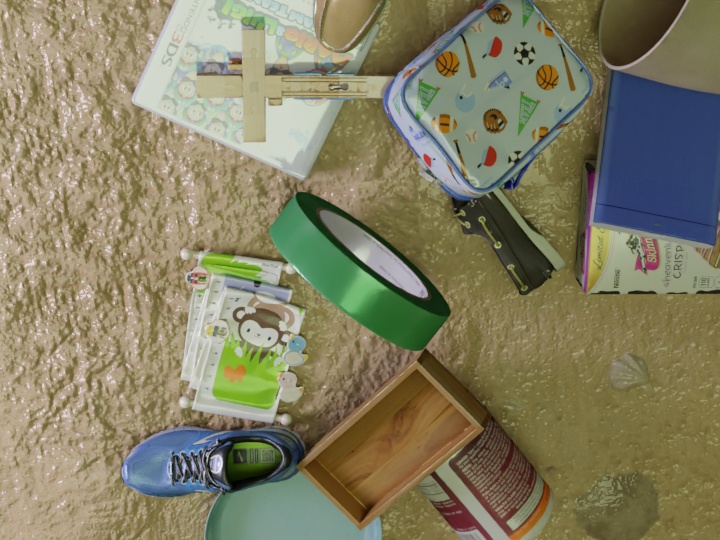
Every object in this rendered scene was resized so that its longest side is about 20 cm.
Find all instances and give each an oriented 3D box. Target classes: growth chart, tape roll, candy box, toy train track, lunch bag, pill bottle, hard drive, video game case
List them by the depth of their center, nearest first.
[{"bbox_3d":[0.129,-0.169,1.619,0.200,0.076,0.160,-42,99,-16],"label":"lunch bag"},{"bbox_3d":[-0.065,-0.189,1.629,0.199,0.033,0.115,0,109,-4],"label":"toy train track"},{"bbox_3d":[0.000,0.000,1.635,0.200,0.201,0.048,35,103,-15],"label":"tape roll"},{"bbox_3d":[-0.107,-0.213,1.648,0.199,0.024,0.182,24,105,-13],"label":"video game case"},{"bbox_3d":[0.312,-0.133,1.663,0.131,0.025,0.201,11,78,-9],"label":"hard drive"},{"bbox_3d":[0.336,-0.046,1.724,0.199,0.061,0.137,-1,108,-5],"label":"candy box"},{"bbox_3d":[-0.127,0.073,1.744,0.144,0.018,0.201,3,109,-7],"label":"growth chart"},{"bbox_3d":[0.112,0.208,1.759,0.114,0.114,0.200,-37,108,7],"label":"pill bottle"}]

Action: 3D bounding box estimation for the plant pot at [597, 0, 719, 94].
[{"bbox_3d":[0.371,-0.250,1.606,0.199,0.187,0.188,21,105,-20],"label":"plant pot"}]

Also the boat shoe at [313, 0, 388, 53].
[{"bbox_3d":[0.004,-0.294,1.563,0.071,0.076,0.200,19,118,-7],"label":"boat shoe"}]

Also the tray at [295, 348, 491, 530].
[{"bbox_3d":[0.033,0.178,1.681,0.099,0.037,0.200,45,120,-3],"label":"tray"}]

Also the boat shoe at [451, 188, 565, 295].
[{"bbox_3d":[0.134,-0.056,1.696,0.061,0.072,0.201,-42,109,4],"label":"boat shoe"}]

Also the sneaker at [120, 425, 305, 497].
[{"bbox_3d":[-0.161,0.202,1.732,0.199,0.089,0.079,-9,85,3],"label":"sneaker"}]

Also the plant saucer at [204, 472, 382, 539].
[{"bbox_3d":[-0.076,0.296,1.817,0.199,0.027,0.201,-1,108,-4],"label":"plant saucer"}]
